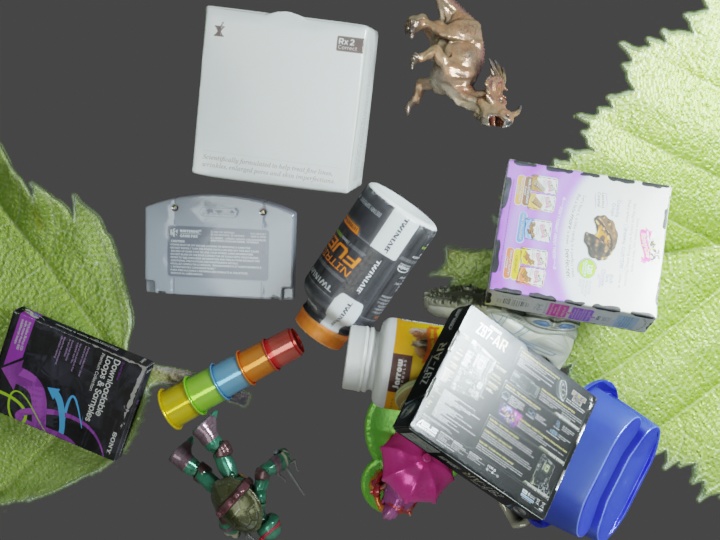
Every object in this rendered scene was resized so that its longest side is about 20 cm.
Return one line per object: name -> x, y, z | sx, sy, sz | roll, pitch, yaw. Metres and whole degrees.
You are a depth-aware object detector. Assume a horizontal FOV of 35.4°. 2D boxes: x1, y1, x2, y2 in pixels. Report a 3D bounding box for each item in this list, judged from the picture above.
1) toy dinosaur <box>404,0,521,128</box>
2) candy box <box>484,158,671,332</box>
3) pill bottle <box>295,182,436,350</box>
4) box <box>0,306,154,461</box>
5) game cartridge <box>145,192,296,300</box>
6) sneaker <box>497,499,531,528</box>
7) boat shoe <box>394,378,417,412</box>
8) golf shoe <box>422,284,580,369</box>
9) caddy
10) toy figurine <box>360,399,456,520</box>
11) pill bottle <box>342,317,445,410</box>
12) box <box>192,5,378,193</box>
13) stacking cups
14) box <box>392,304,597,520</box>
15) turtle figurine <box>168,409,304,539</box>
toy dinosaur -> 0.124, -0.260, 1.371 | 0.134, 0.086, 0.202 | -1, 82, -3
candy box -> 0.260, -0.029, 1.355 | 0.198, 0.072, 0.169 | 10, 72, 5
pill bottle -> 0.000, 0.000, 1.408 | 0.106, 0.106, 0.201 | 34, 101, 1
box -> -0.392, 0.152, 1.516 | 0.198, 0.036, 0.144 | 21, 100, 2
game cartridge -> -0.180, -0.033, 1.462 | 0.198, 0.040, 0.135 | 4, 102, 7
sneaker -> 0.189, 0.222, 1.419 | 0.074, 0.090, 0.202 | -16, 97, 19
boat shoe -> 0.122, 0.198, 1.305 | 0.200, 0.063, 0.073 | 40, 119, -20
golf shoe -> 0.171, 0.076, 1.416 | 0.198, 0.078, 0.098 | 11, 108, 8
caddy -> 0.276, 0.234, 1.384 | 0.105, 0.141, 0.201 | 27, 90, 38
toy figurine -> 0.056, 0.245, 1.397 | 0.149, 0.184, 0.201 | 29, 101, 2
pill bottle -> 0.080, 0.118, 1.360 | 0.198, 0.109, 0.110 | 8, 99, 0
box -> -0.089, -0.208, 1.376 | 0.197, 0.131, 0.202 | 8, 99, 6
stacking cups -> -0.166, 0.140, 1.472 | 0.199, 0.061, 0.061 | -27, 94, 10
box -> 0.155, 0.160, 1.270 | 0.199, 0.043, 0.161 | 35, 69, -16
turtle figurine -> -0.154, 0.287, 1.476 | 0.200, 0.101, 0.150 | 46, 101, 3
